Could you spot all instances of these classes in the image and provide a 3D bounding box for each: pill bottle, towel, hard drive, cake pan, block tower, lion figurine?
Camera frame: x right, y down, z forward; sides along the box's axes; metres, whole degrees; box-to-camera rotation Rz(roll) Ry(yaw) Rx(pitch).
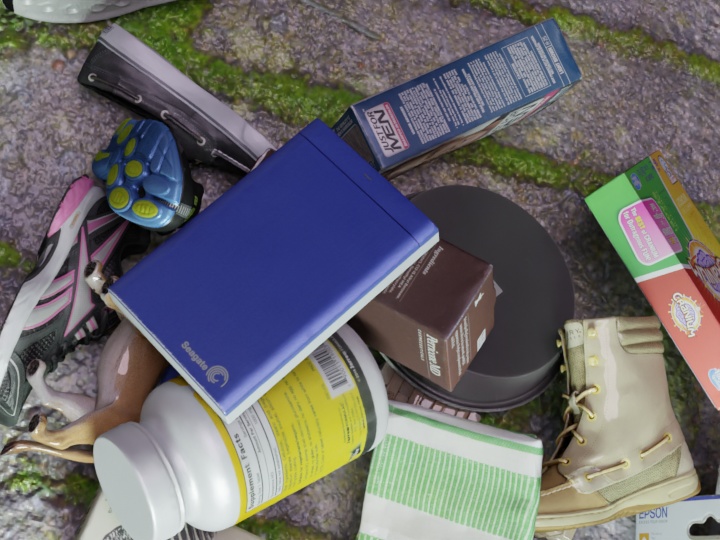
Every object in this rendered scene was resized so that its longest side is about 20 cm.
[{"bbox_3d":[-0.086,0.117,1.102,0.199,0.112,0.113,-24,85,-29],"label":"pill bottle"},{"bbox_3d":[0.055,0.208,1.133,0.023,0.151,0.202,19,83,-54],"label":"towel"},{"bbox_3d":[-0.061,-0.004,1.076,0.200,0.025,0.132,-40,66,-16],"label":"hard drive"},{"bbox_3d":[0.091,0.015,1.242,0.198,0.037,0.202,11,60,-19],"label":"cake pan"},{"bbox_3d":[0.087,0.149,1.229,0.199,0.054,0.058,32,70,-6],"label":"block tower"},{"bbox_3d":[-0.171,0.074,1.131,0.122,0.072,0.201,38,81,-37],"label":"lion figurine"}]

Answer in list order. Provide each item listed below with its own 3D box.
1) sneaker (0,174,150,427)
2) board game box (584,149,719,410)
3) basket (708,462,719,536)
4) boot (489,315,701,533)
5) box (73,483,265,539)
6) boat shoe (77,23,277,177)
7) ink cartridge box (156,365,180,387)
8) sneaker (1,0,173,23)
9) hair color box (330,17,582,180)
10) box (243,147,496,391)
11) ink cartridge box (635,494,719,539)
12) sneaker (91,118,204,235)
[{"bbox_3d":[-0.219,0.028,1.159,0.086,0.080,0.202,26,73,-10],"label":"sneaker"},{"bbox_3d":[0.272,0.003,1.272,0.040,0.153,0.201,-33,88,25],"label":"board game box"},{"bbox_3d":[0.367,0.205,1.205,0.134,0.123,0.202,-7,113,-27],"label":"basket"},{"bbox_3d":[0.167,0.117,1.184,0.198,0.073,0.157,-9,86,-26],"label":"boot"},{"bbox_3d":[-0.117,0.228,1.146,0.198,0.068,0.083,25,71,-8],"label":"box"},{"bbox_3d":[-0.137,-0.117,1.226,0.199,0.069,0.057,38,86,-2],"label":"boat shoe"},{"bbox_3d":[-0.083,0.069,1.209,0.119,0.042,0.201,29,73,-7],"label":"ink cartridge box"},{"bbox_3d":[-0.205,-0.290,1.241,0.198,0.081,0.148,-12,73,-14],"label":"sneaker"},{"bbox_3d":[0.075,-0.134,1.266,0.199,0.100,0.061,-25,86,-19],"label":"hair color box"},{"bbox_3d":[0.000,0.000,1.141,0.199,0.100,0.075,27,69,18],"label":"box"},{"bbox_3d":[0.282,0.276,1.179,0.043,0.196,0.202,12,75,-25],"label":"ink cartridge box"},{"bbox_3d":[-0.148,-0.067,1.141,0.082,0.200,0.071,35,90,-19],"label":"sneaker"}]
